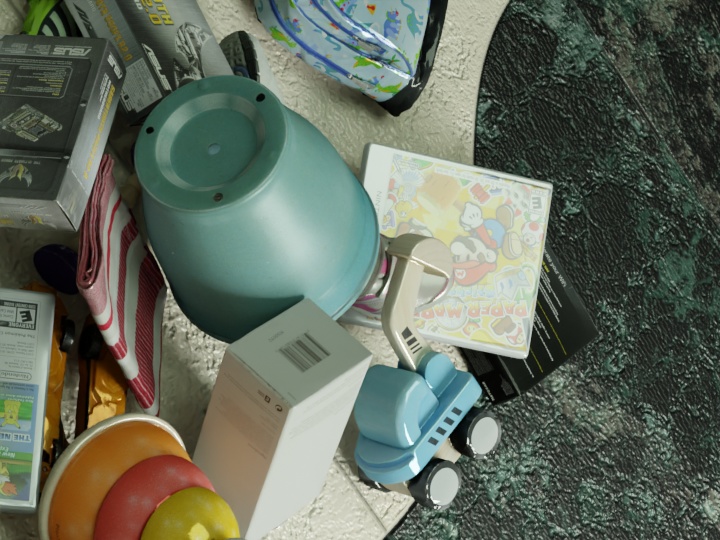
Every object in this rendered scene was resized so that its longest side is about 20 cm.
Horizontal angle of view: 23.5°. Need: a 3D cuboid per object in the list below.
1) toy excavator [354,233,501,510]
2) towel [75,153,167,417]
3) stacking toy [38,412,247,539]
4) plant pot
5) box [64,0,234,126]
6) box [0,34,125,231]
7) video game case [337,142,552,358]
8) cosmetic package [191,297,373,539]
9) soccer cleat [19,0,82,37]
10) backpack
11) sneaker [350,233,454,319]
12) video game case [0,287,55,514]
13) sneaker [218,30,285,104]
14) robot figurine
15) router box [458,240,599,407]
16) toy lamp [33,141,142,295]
[{"bbox_3d":[0.050,0.094,1.612,0.195,0.100,0.200,-50,126,-22],"label":"toy excavator"},{"bbox_3d":[-0.196,0.016,1.454,0.200,0.023,0.144,73,11,-52],"label":"towel"},{"bbox_3d":[-0.143,0.210,1.350,0.146,0.200,0.146,-22,123,-38],"label":"stacking toy"},{"bbox_3d":[-0.101,-0.064,1.486,0.188,0.200,0.200,64,33,-58],"label":"plant pot"},{"bbox_3d":[-0.200,-0.231,1.572,0.200,0.048,0.158,63,23,4],"label":"box"},{"bbox_3d":[-0.307,-0.116,1.404,0.048,0.200,0.159,68,29,-59],"label":"box"},{"bbox_3d":[0.086,-0.020,1.726,0.200,0.023,0.182,12,80,-14],"label":"video game case"},{"bbox_3d":[-0.074,0.135,1.489,0.085,0.200,0.108,40,45,19],"label":"cosmetic package"},{"bbox_3d":[-0.275,-0.190,1.540,0.081,0.067,0.200,34,53,-26],"label":"soccer cleat"},{"bbox_3d":[-0.010,-0.270,1.742,0.200,0.154,0.163,20,69,-17],"label":"backpack"},{"bbox_3d":[0.000,0.000,1.641,0.200,0.088,0.081,5,82,-19],"label":"sneaker"},{"bbox_3d":[-0.349,0.094,1.369,0.200,0.022,0.183,7,69,-17],"label":"video game case"},{"bbox_3d":[-0.096,-0.133,1.670,0.087,0.074,0.200,0,76,-57],"label":"sneaker"},{"bbox_3d":[-0.249,0.117,1.456,0.145,0.058,0.200,17,64,-33],"label":"robot figurine"},{"bbox_3d":[0.147,0.020,1.806,0.149,0.051,0.200,-31,93,-41],"label":"router box"},{"bbox_3d":[-0.214,-0.062,1.549,0.058,0.058,0.200,50,52,-14],"label":"toy lamp"}]
